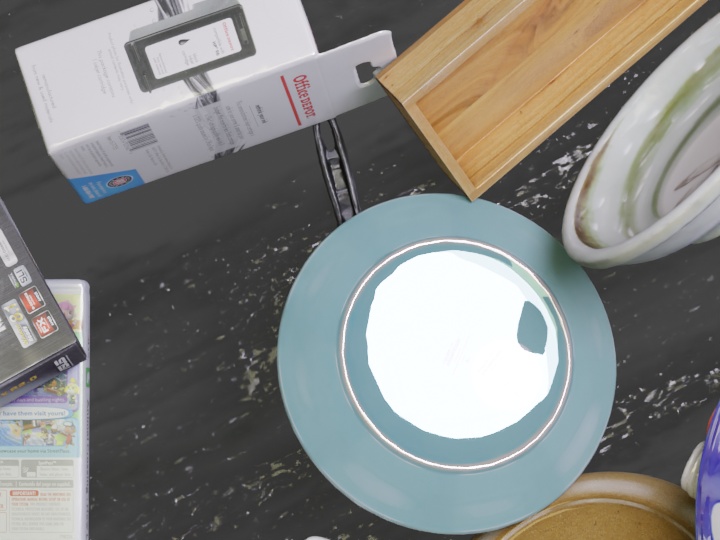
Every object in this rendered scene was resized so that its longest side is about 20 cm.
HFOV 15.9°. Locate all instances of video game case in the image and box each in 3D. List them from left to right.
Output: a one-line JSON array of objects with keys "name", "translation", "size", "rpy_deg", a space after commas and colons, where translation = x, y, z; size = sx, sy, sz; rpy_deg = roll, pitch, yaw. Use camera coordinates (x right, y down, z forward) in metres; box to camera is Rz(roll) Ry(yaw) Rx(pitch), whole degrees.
[{"name": "video game case", "translation": [-0.258, 0.097, 1.501], "size": [0.200, 0.022, 0.182], "rpy_deg": [0, 86, 3]}]

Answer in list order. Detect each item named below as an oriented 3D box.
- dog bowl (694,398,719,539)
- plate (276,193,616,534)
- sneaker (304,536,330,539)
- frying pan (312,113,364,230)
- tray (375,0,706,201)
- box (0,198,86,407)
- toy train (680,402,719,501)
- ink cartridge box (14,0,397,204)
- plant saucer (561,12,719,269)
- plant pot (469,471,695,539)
[{"name": "dog bowl", "translation": [0.270, 0.125, 1.394], "size": [0.079, 0.200, 0.200], "rpy_deg": [5, 85, 43]}, {"name": "plate", "translation": [0.052, 0.049, 1.462], "size": [0.200, 0.026, 0.200], "rpy_deg": [3, 74, -11]}, {"name": "sneaker", "translation": [-0.056, 0.238, 1.465], "size": [0.099, 0.078, 0.200], "rpy_deg": [36, 79, 10]}, {"name": "frying pan", "translation": [0.017, 0.004, 1.497], "size": [0.115, 0.031, 0.190], "rpy_deg": [8, 88, 0]}, {"name": "tray", "translation": [0.111, -0.140, 1.469], "size": [0.200, 0.099, 0.037], "rpy_deg": [-41, 47, -2]}, {"name": "box", "translation": [-0.273, 0.001, 1.473], "size": [0.158, 0.048, 0.200], "rpy_deg": [-28, 76, -6]}, {"name": "toy train", "translation": [0.227, 0.036, 1.443], "size": [0.056, 0.150, 0.200], "rpy_deg": [24, 91, 40]}, {"name": "ink cartridge box", "translation": [-0.083, -0.113, 1.460], "size": [0.200, 0.116, 0.068], "rpy_deg": [-19, 76, 0]}, {"name": "plant saucer", "translation": [0.196, -0.070, 1.420], "size": [0.050, 0.200, 0.200], "rpy_deg": [39, 88, -16]}, {"name": "plant pot", "translation": [0.133, 0.205, 1.440], "size": [0.200, 0.027, 0.200], "rpy_deg": [-6, 67, 14]}]
